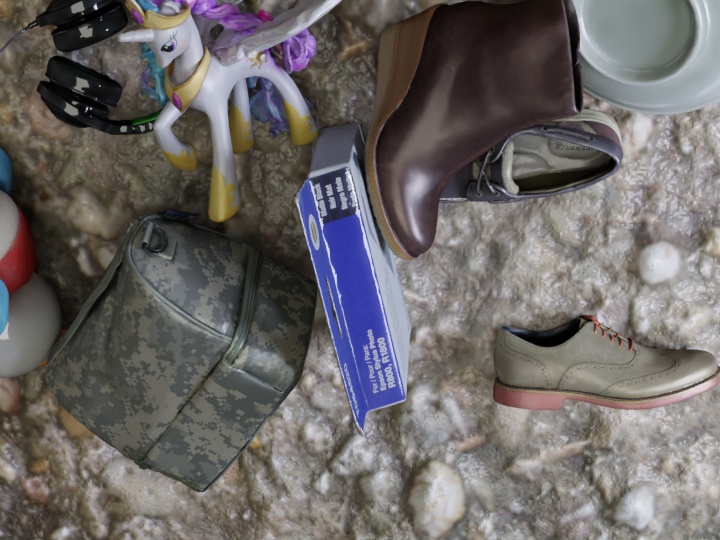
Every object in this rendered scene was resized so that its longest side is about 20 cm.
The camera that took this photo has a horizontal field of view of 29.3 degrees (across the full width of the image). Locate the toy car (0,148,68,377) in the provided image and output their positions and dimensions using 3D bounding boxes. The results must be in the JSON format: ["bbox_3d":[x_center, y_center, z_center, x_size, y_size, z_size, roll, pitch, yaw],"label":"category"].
[{"bbox_3d":[-0.327,0.035,1.149,0.176,0.185,0.201,-21,136,8],"label":"toy car"}]

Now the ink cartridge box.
[{"bbox_3d":[0.000,0.000,1.092,0.040,0.200,0.201,-12,109,8],"label":"ink cartridge box"}]

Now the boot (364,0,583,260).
[{"bbox_3d":[0.089,-0.112,1.062,0.165,0.072,0.202,-3,84,31],"label":"boot"}]

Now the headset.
[{"bbox_3d":[-0.228,-0.178,1.116,0.198,0.094,0.125,2,105,-16],"label":"headset"}]

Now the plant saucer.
[{"bbox_3d":[0.216,-0.199,1.054,0.199,0.050,0.201,16,132,19],"label":"plant saucer"}]

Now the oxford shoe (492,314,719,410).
[{"bbox_3d":[0.213,0.076,1.186,0.198,0.070,0.075,-3,103,1],"label":"oxford shoe"}]

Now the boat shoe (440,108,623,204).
[{"bbox_3d":[0.118,-0.090,1.131,0.198,0.065,0.073,-5,111,4],"label":"boat shoe"}]

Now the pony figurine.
[{"bbox_3d":[-0.095,-0.169,1.059,0.193,0.166,0.201,-45,141,-26],"label":"pony figurine"}]

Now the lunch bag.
[{"bbox_3d":[-0.149,0.059,1.117,0.167,0.140,0.200,26,130,-19],"label":"lunch bag"}]
